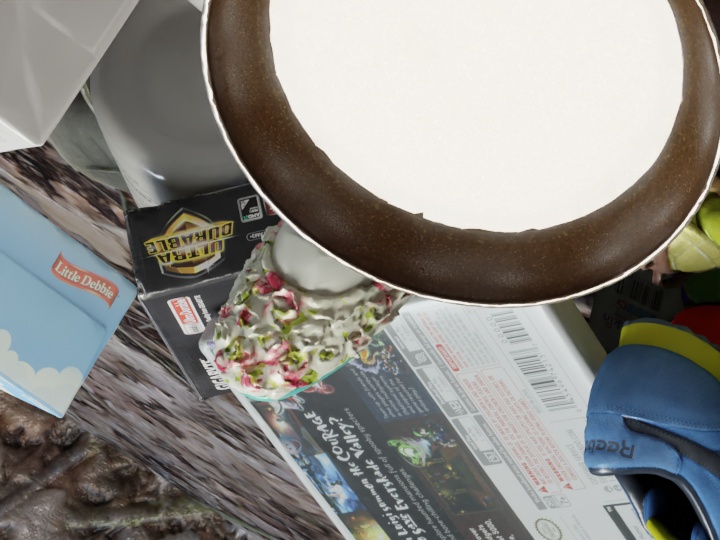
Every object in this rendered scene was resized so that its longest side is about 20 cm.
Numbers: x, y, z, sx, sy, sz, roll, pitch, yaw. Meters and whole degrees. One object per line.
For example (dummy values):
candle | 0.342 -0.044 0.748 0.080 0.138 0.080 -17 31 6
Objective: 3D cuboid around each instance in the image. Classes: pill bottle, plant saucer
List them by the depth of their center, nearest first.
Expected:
plant saucer | 0.039 -0.075 0.889 0.198 0.032 0.201 9 129 11
pill bottle | -0.061 -0.061 1.185 0.114 0.115 0.200 30 167 13

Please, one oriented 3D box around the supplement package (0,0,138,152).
supplement package | -0.164 -0.125 0.933 0.121 0.120 0.200 36 168 -19

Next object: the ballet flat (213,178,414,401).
ballet flat | 0.012 -0.028 0.991 0.075 0.200 0.064 33 148 28

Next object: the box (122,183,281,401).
box | 0.000 0.000 1.148 0.197 0.050 0.200 -13 162 0

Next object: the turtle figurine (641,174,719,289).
turtle figurine | 0.134 -0.026 0.960 0.161 0.065 0.200 25 165 31

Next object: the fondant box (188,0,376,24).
fondant box | -0.043 -0.145 0.966 0.200 0.058 0.144 38 167 -24

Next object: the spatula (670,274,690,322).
spatula | 0.153 0.022 1.181 0.056 0.021 0.200 8 158 28

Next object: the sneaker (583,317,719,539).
sneaker | 0.156 0.103 1.002 0.066 0.079 0.200 -2 145 46

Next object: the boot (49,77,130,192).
boot | -0.131 -0.092 1.374 0.182 0.073 0.200 44 170 -33

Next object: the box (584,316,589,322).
box | 0.027 0.046 1.287 0.200 0.142 0.036 20 126 59

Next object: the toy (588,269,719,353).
toy | 0.159 0.081 1.159 0.114 0.047 0.201 24 133 19

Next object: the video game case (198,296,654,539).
video game case | 0.049 0.082 1.079 0.181 0.023 0.200 -12 127 35

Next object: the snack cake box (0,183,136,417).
snack cake box | -0.201 -0.024 0.982 0.115 0.068 0.200 19 165 49

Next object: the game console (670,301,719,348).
game console | 0.210 0.091 1.052 0.199 0.031 0.177 27 158 3
